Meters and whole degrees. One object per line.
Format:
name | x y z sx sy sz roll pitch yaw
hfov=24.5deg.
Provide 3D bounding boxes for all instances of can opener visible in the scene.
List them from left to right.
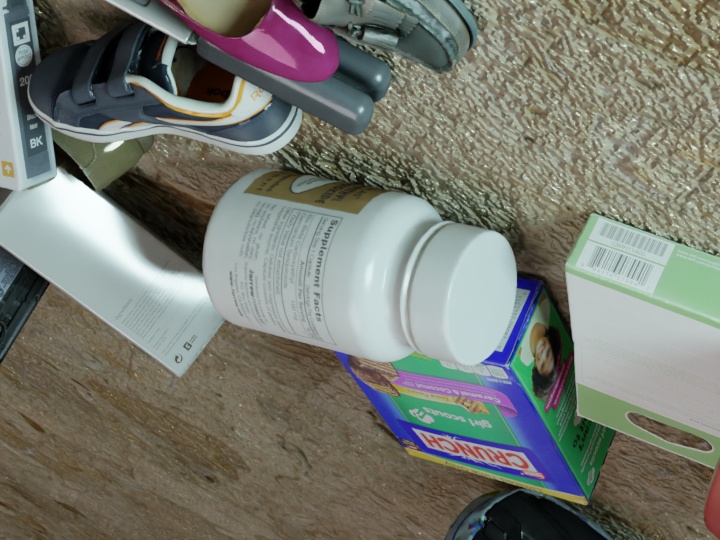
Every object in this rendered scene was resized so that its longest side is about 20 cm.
can opener | -0.074 -0.150 0.993 0.199 0.053 0.067 31 155 -2

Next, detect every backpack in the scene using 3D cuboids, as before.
backpack | 0.161 0.283 1.448 0.200 0.163 0.154 43 169 -16

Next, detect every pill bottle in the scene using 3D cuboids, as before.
pill bottle | 0.000 0.000 1.128 0.199 0.115 0.115 13 151 35

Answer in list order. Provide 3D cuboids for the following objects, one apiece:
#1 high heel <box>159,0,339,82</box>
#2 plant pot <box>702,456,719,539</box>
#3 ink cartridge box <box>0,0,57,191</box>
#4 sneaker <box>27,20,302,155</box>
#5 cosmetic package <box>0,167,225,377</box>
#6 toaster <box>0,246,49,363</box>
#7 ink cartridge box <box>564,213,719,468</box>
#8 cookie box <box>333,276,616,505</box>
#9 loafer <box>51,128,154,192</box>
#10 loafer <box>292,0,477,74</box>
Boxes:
high heel | -0.097 -0.166 0.919 0.199 0.068 0.096 35 -163 -4
plant pot | 0.309 0.133 0.963 0.176 0.201 0.201 29 158 24
ink cartridge box | -0.311 -0.170 1.192 0.197 0.043 0.202 14 120 33
sneaker | -0.138 -0.129 1.080 0.198 0.079 0.080 7 154 21
cosmetic package | -0.209 -0.010 1.353 0.200 0.085 0.108 40 177 -20
toaster | -0.363 -0.010 1.427 0.180 0.201 0.118 39 150 -22
ink cartridge box | 0.209 0.056 1.081 0.144 0.048 0.201 21 155 21
cookie box | 0.082 0.079 1.239 0.170 0.076 0.200 11 151 34
loafer | -0.251 -0.116 1.247 0.198 0.068 0.076 19 154 24
loafer | -0.029 -0.162 0.904 0.199 0.063 0.072 35 155 -11
